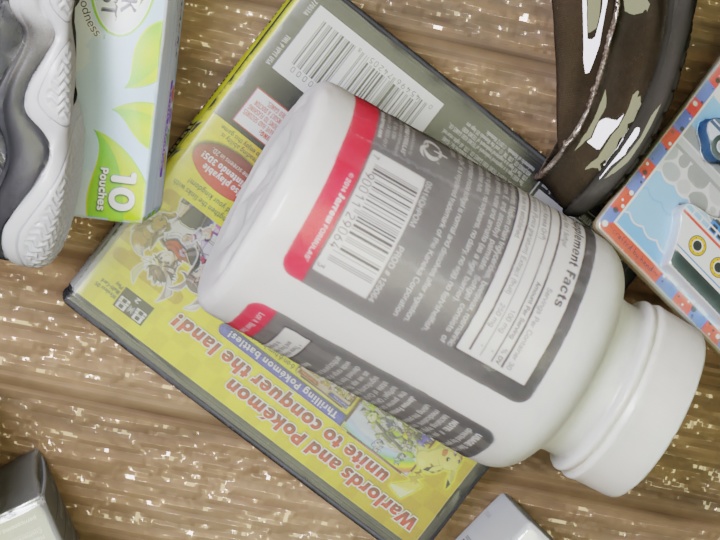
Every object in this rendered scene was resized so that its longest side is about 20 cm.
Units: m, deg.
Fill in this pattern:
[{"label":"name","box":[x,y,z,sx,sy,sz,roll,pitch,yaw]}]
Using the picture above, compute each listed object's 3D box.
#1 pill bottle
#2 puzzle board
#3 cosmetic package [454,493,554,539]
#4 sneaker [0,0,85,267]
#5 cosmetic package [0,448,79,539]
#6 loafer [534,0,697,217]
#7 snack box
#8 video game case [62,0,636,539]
[{"label":"pill bottle","box":[0.041,0.014,1.134,0.199,0.111,0.111,29,92,-10]},{"label":"puzzle board","box":[0.213,-0.007,1.192,0.200,0.017,0.151,44,68,-13]},{"label":"cosmetic package","box":[0.103,0.208,1.210,0.101,0.071,0.200,-45,100,0]},{"label":"sneaker","box":[-0.167,-0.103,1.076,0.113,0.075,0.201,4,100,2]},{"label":"cosmetic package","box":[-0.134,0.192,1.162,0.090,0.107,0.201,-26,101,-4]},{"label":"loafer","box":[0.109,-0.122,1.175,0.071,0.073,0.201,19,83,-5]},{"label":"snack box","box":[-0.145,-0.129,1.138,0.141,0.053,0.201,7,96,3]},{"label":"video game case","box":[0.000,0.000,1.196,0.200,0.026,0.181,38,91,-10]}]
